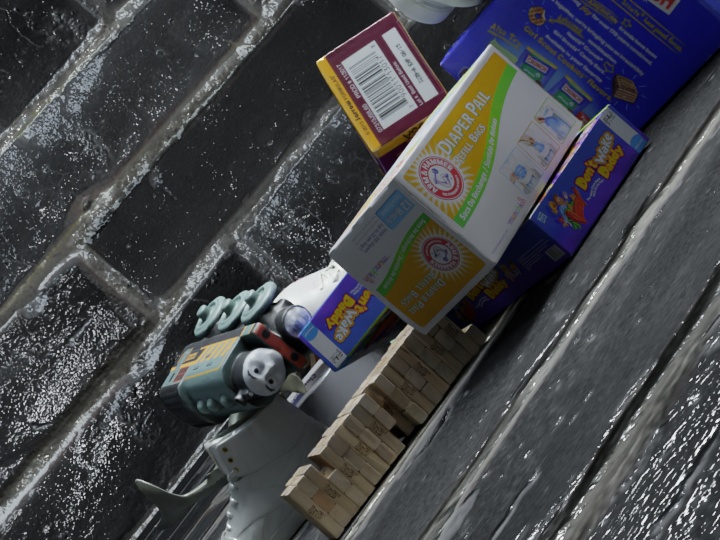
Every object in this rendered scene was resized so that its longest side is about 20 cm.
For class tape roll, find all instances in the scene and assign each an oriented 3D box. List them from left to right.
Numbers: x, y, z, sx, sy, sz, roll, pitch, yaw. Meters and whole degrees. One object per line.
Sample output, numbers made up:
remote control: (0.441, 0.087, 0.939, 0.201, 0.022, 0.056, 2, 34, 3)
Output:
tape roll: (-0.037, 0.145, 1.680, 0.201, 0.066, 0.200, -50, 3, 3)

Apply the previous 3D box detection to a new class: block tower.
block tower: (0.017, 0.116, 1.353, 0.200, 0.058, 0.054, -51, 4, -15)

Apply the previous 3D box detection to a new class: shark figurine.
shark figurine: (-0.123, 0.163, 1.653, 0.090, 0.127, 0.217, 64, -136, -67)

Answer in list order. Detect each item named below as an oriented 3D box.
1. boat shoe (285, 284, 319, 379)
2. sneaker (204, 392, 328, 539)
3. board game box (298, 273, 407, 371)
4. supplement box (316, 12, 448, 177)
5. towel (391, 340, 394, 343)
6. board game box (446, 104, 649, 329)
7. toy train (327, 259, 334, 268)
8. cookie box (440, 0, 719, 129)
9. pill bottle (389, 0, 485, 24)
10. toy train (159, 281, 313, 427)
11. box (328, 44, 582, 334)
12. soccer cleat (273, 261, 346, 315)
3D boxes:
boat shoe: (-0.050, 0.082, 1.946, 0.073, 0.065, 0.201, -40, -30, -26)
sneaker: (-0.107, 0.205, 1.550, 0.201, 0.115, 0.074, -52, 5, 4)
board game box: (0.033, 0.008, 1.492, 0.135, 0.045, 0.200, -52, -10, 17)
supplement box: (0.043, -0.130, 1.552, 0.085, 0.111, 0.200, -32, -24, 2)
towel: (0.095, 0.008, 1.778, 0.153, 0.023, 0.201, -48, 6, 46)
board game box: (0.144, -0.037, 1.399, 0.135, 0.045, 0.200, -53, 4, -30)
toy train: (0.043, -0.057, 1.726, 0.201, 0.150, 0.056, -56, 34, -1)
cookie box: (0.195, -0.200, 1.430, 0.200, 0.171, 0.075, -47, 7, 37)
pill bottle: (0.097, -0.300, 1.417, 0.200, 0.112, 0.113, -47, 5, 42)
toy train: (-0.109, 0.082, 1.545, 0.199, 0.085, 0.115, -17, 40, 60)
box: (0.077, -0.065, 1.337, 0.113, 0.101, 0.200, -47, 5, 47)
soccer cleat: (0.000, 0.000, 1.641, 0.198, 0.070, 0.087, -18, -46, -32)
